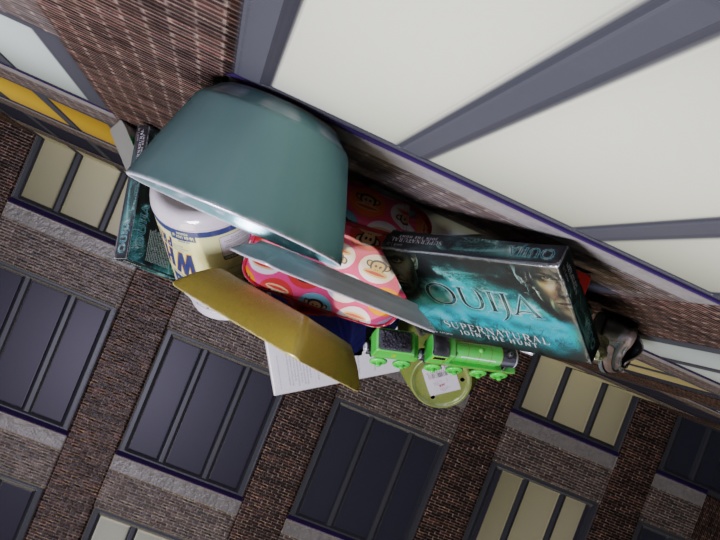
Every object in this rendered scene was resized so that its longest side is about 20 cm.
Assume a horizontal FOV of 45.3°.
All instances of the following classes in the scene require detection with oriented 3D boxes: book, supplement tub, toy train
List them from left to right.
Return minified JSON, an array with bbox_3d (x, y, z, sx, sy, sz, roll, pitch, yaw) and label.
[{"bbox_3d":[-0.315,-0.152,1.411,0.135,0.048,0.200,62,-164,24],"label":"book"},{"bbox_3d":[-0.184,-0.046,1.126,0.143,0.145,0.202,21,143,23],"label":"supplement tub"},{"bbox_3d":[0.102,0.100,1.044,0.197,0.042,0.056,8,154,-14],"label":"toy train"}]

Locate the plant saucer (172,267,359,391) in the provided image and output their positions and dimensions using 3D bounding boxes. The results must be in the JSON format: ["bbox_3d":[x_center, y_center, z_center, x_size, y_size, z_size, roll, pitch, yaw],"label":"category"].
[{"bbox_3d":[-0.100,0.065,1.044,0.198,0.049,0.200,27,173,27],"label":"plant saucer"}]

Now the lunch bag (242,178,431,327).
[{"bbox_3d":[-0.031,-0.015,0.981,0.198,0.177,0.082,21,-140,-8],"label":"lunch bag"}]

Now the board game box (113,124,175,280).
[{"bbox_3d":[-0.299,-0.098,1.292,0.028,0.203,0.135,1,166,28],"label":"board game box"}]

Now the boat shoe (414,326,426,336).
[{"bbox_3d":[0.102,0.036,1.133,0.064,0.070,0.200,61,-167,4],"label":"boat shoe"}]

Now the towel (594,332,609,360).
[{"bbox_3d":[0.231,0.083,1.056,0.146,0.037,0.200,9,177,21],"label":"towel"}]

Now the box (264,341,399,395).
[{"bbox_3d":[-0.047,0.094,1.301,0.197,0.126,0.098,-10,-147,-8],"label":"box"}]

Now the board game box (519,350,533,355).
[{"bbox_3d":[0.236,0.073,1.301,0.125,0.035,0.199,21,-164,25],"label":"board game box"}]

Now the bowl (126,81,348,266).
[{"bbox_3d":[-0.090,-0.090,0.744,0.198,0.106,0.201,22,177,1],"label":"bowl"}]

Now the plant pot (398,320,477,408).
[{"bbox_3d":[0.124,0.120,1.357,0.185,0.189,0.201,23,-154,-6],"label":"plant pot"}]

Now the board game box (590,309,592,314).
[{"bbox_3d":[0.211,0.030,1.187,0.198,0.046,0.152,21,176,25],"label":"board game box"}]

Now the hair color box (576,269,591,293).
[{"bbox_3d":[0.179,0.015,1.000,0.100,0.062,0.200,22,178,-5],"label":"hair color box"}]

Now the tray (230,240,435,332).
[{"bbox_3d":[-0.024,0.012,0.851,0.198,0.022,0.107,23,179,-28],"label":"tray"}]

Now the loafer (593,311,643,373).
[{"bbox_3d":[0.372,0.111,1.224,0.062,0.073,0.200,14,171,29],"label":"loafer"}]

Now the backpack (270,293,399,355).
[{"bbox_3d":[0.000,0.000,1.165,0.161,0.170,0.199,25,-149,29],"label":"backpack"}]

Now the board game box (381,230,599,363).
[{"bbox_3d":[0.127,0.024,0.861,0.198,0.028,0.136,7,140,38],"label":"board game box"}]
